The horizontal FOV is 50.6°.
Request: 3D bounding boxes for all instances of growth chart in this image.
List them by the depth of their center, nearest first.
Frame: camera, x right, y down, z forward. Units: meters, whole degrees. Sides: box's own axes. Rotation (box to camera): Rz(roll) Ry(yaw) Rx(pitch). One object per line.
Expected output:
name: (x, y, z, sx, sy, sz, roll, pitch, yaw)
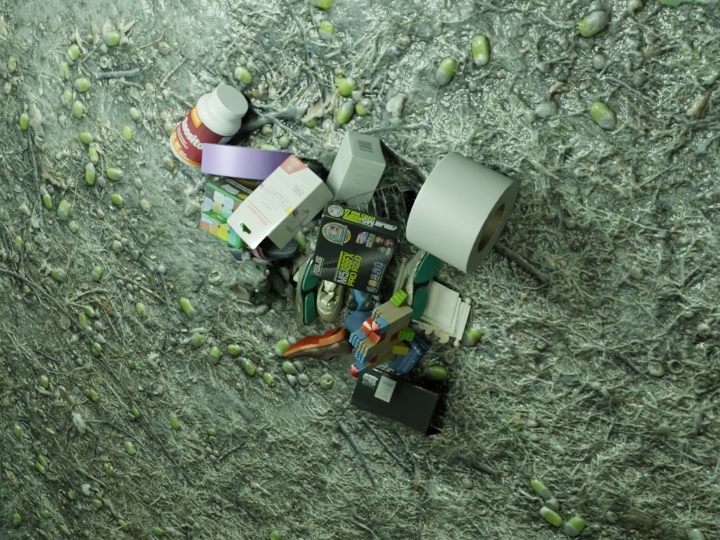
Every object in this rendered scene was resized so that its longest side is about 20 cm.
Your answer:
growth chart: (0.155, 0.075, 1.708, 0.200, 0.018, 0.145, 31, 124, 17)

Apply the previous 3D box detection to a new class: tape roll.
tape roll: (0.198, -0.113, 1.484, 0.139, 0.203, 0.203, 30, 123, 17)
tape roll: (-0.253, -0.243, 1.707, 0.199, 0.200, 0.066, 11, 99, 28)

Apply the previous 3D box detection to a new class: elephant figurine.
elephant figurine: (-0.250, 0.013, 1.787, 0.155, 0.200, 0.142, -15, 64, 17)

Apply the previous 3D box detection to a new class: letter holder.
letter holder: (0.102, 0.306, 1.803, 0.199, 0.142, 0.101, 19, 87, 25)

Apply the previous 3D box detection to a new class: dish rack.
dish rack: (0.026, -0.102, 1.608, 0.199, 0.055, 0.154, -17, 132, -3)

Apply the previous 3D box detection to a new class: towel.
towel: (0.058, 0.150, 1.782, 0.200, 0.049, 0.112, 40, 126, 10)

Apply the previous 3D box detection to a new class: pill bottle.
pill bottle: (-0.353, -0.340, 1.788, 0.200, 0.113, 0.113, -39, 88, 37)

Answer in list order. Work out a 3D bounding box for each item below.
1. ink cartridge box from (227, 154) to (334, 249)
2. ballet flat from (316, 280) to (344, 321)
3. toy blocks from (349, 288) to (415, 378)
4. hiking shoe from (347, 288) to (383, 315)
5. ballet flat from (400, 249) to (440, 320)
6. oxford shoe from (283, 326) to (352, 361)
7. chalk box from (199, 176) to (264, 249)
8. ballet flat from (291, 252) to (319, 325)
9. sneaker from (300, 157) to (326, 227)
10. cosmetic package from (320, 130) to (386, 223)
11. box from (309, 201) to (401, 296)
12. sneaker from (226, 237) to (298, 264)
ink cartridge box: (-0.168, -0.130, 1.593, 0.200, 0.068, 0.116, -44, 55, -3)
ballet flat: (-0.072, 0.049, 1.808, 0.069, 0.069, 0.201, 28, 123, 19)
toy blocks: (0.033, 0.148, 1.662, 0.100, 0.136, 0.200, 42, 137, 26)
hiking shoe: (0.000, 0.000, 1.711, 0.086, 0.074, 0.201, -6, 96, 4)
ballet flat: (0.119, 0.018, 1.655, 0.072, 0.072, 0.201, 27, 122, 20)
oxford shoe: (-0.109, 0.201, 1.898, 0.200, 0.071, 0.073, -18, 105, 36)
chalk box: (-0.288, -0.140, 1.779, 0.125, 0.200, 0.124, 28, 123, 19)
ballet flat: (-0.138, 0.041, 1.849, 0.064, 0.067, 0.201, 25, 122, 31)
sneaker: (-0.118, -0.180, 1.672, 0.076, 0.200, 0.112, 9, 119, -9)
cosmetic package: (-0.022, -0.183, 1.638, 0.081, 0.113, 0.200, 11, 128, -17)
box: (-0.014, -0.041, 1.594, 0.160, 0.044, 0.200, 17, 139, -1)
sneaker: (-0.231, -0.043, 1.881, 0.199, 0.070, 0.082, 7, 135, 29)
